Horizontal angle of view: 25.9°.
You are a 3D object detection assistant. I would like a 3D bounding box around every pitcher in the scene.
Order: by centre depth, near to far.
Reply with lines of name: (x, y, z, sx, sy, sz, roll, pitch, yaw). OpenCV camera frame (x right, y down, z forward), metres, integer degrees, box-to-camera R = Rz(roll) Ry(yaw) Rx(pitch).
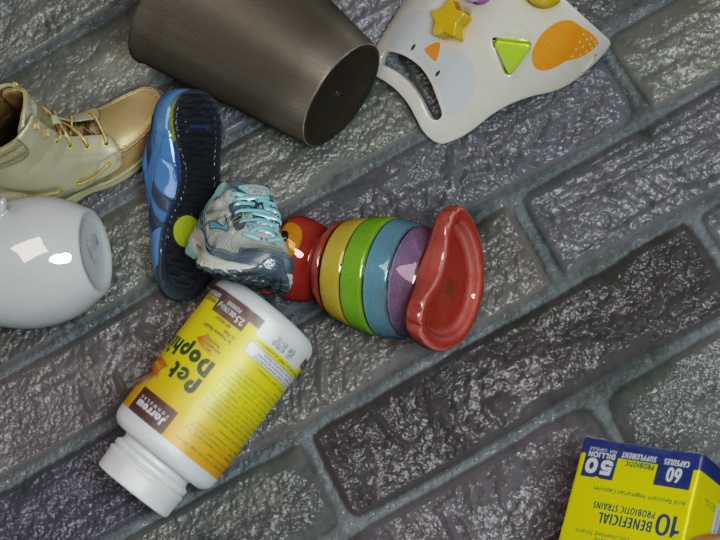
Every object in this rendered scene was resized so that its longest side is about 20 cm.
pitcher: (-0.346, -0.021, 1.456, 0.197, 0.173, 0.122, -9, 40, 12)

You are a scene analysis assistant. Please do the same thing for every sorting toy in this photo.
sorting toy: (0.097, -0.222, 1.476, 0.180, 0.107, 0.200, -48, 65, 14)

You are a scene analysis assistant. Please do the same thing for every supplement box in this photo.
supplement box: (0.220, 0.248, 1.231, 0.108, 0.109, 0.202, 4, 69, 38)

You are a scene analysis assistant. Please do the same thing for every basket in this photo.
basket: (-0.092, -0.218, 1.490, 0.199, 0.136, 0.181, 38, 83, 19)

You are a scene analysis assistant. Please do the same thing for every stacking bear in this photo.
stacking bear: (0.000, 0.000, 1.396, 0.198, 0.114, 0.123, 11, 73, 29)

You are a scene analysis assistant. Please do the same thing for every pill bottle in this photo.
pill bottle: (-0.140, 0.114, 1.385, 0.109, 0.109, 0.201, 34, 80, 22)

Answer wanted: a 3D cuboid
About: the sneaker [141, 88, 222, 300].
sneaker: (-0.175, -0.072, 1.494, 0.078, 0.065, 0.203, -3, 83, 54)

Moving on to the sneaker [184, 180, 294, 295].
sneaker: (-0.105, -0.036, 1.372, 0.077, 0.200, 0.087, 17, 94, -24)

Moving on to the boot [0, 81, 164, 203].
boot: (-0.281, -0.134, 1.487, 0.199, 0.156, 0.073, -33, 64, -3)

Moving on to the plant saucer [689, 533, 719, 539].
plant saucer: (0.267, 0.301, 1.173, 0.032, 0.200, 0.203, 0, 66, 45)
